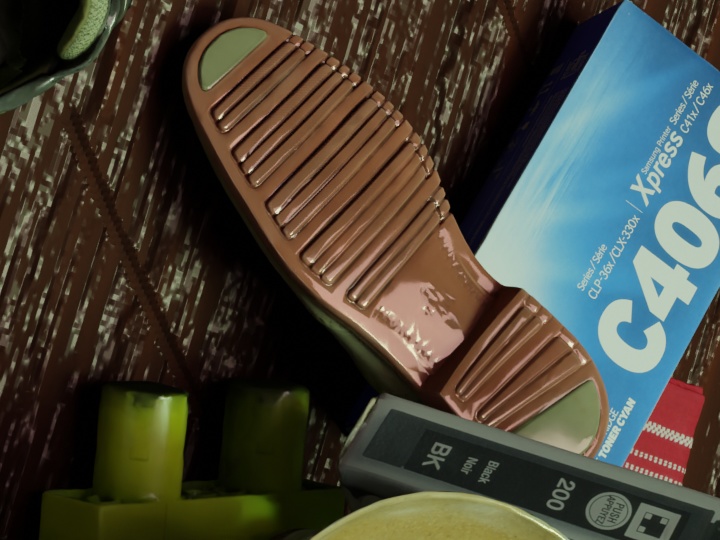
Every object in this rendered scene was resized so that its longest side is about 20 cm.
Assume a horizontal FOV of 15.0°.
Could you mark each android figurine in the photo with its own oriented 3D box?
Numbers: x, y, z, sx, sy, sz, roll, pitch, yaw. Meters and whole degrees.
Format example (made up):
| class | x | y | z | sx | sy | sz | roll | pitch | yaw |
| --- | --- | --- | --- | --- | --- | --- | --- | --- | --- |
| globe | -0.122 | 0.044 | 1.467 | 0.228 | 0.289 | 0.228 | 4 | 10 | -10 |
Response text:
| class | x | y | z | sx | sy | sz | roll | pitch | yaw |
| --- | --- | --- | --- | --- | --- | --- | --- | --- | --- |
| android figurine | -0.064 | 0.138 | 0.961 | 0.182 | 0.041 | 0.200 | -2 | 99 | -48 |

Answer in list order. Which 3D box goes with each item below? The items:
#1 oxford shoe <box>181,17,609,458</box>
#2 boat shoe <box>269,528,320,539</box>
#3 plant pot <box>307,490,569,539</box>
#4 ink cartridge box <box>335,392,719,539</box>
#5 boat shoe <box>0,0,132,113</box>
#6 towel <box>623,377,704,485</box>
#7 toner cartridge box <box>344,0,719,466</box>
| class | x | y | z | sx | sy | sz | roll | pitch | yaw |
| --- | --- | --- | --- | --- | --- | --- | --- | --- | --- |
| oxford shoe | 0.000 | 0.000 | 0.966 | 0.071 | 0.074 | 0.200 | -41 | 98 | -24 |
| boat shoe | -0.009 | 0.191 | 0.945 | 0.072 | 0.076 | 0.200 | -3 | 98 | -47 |
| plant pot | 0.019 | 0.168 | 0.839 | 0.200 | 0.027 | 0.200 | 4 | 83 | -38 |
| ink cartridge box | 0.102 | 0.136 | 0.957 | 0.043 | 0.200 | 0.198 | -60 | 152 | -30 |
| boat shoe | -0.102 | -0.087 | 0.849 | 0.201 | 0.066 | 0.072 | -39 | 125 | -36 |
| towel | 0.075 | 0.124 | 1.126 | 0.145 | 0.022 | 0.200 | 22 | 82 | -48 |
| toner cartridge box | 0.084 | 0.002 | 1.064 | 0.095 | 0.043 | 0.200 | 35 | 69 | -12 |
